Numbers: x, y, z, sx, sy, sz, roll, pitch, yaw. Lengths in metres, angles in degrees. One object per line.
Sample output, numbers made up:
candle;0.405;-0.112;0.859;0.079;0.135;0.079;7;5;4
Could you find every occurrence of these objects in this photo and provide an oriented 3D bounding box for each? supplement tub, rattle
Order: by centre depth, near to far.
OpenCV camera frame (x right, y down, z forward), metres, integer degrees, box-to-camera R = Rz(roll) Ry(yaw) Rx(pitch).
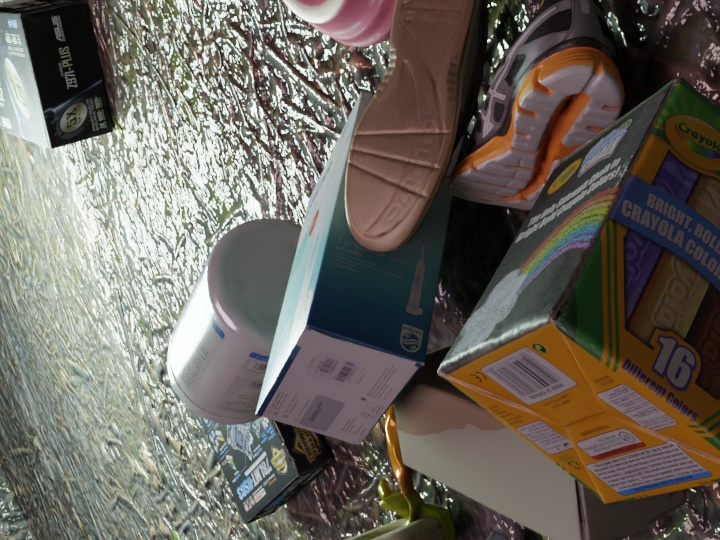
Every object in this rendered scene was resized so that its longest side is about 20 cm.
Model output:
rattle;-0.025;0.214;1.074;0.199;0.130;0.144;-23;99;39
supplement tub;-0.101;0.051;1.147;0.133;0.131;0.200;62;150;15

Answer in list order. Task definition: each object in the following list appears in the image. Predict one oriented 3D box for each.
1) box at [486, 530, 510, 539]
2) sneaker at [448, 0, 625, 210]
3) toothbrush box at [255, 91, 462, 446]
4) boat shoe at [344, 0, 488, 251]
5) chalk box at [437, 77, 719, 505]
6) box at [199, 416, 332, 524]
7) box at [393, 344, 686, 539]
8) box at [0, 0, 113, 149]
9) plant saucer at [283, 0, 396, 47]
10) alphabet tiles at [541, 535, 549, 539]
box;0.125;0.299;0.876;0.043;0.161;0.200;41;170;-34
sneaker;0.109;-0.098;0.760;0.200;0.078;0.078;126;149;-63
toothbrush box;0.000;0.000;0.877;0.147;0.085;0.201;122;165;-56
boat shoe;0.045;-0.108;0.794;0.071;0.065;0.202;13;91;30
chalk box;0.155;-0.001;0.635;0.124;0.201;0.125;38;154;-8
box;-0.120;0.153;1.327;0.200;0.049;0.200;62;150;15
box;0.114;0.110;0.828;0.199;0.094;0.078;15;119;55
box;-0.401;-0.252;1.539;0.199;0.086;0.165;22;126;54
plant saucer;-0.026;-0.263;0.906;0.200;0.051;0.202;37;136;46
alphabet tiles;0.137;0.113;0.891;0.200;0.006;0.168;-37;73;61
